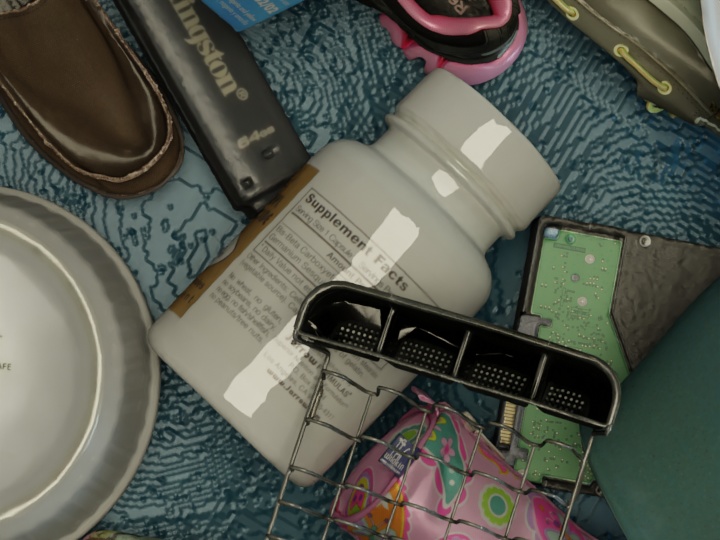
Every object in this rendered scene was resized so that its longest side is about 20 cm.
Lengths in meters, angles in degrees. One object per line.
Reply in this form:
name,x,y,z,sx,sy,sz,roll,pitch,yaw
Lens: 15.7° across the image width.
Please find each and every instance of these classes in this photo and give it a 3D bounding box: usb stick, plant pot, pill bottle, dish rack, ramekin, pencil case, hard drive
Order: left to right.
ramekin,-0.200,0.053,1.290,0.202,0.094,0.203,0,85,-1
usb stick,-0.089,-0.122,1.335,0.055,0.033,0.200,-30,91,-39
pill bottle,0.000,0.000,1.301,0.114,0.114,0.200,44,86,-1
dish rack,0.023,0.120,1.200,0.153,0.055,0.200,16,82,11
pencil case,0.081,0.147,1.303,0.200,0.087,0.087,39,86,-10
hard drive,0.175,0.057,1.348,0.200,0.038,0.140,10,87,-4
plant pot,0.214,0.080,1.243,0.188,0.200,0.200,-31,90,11

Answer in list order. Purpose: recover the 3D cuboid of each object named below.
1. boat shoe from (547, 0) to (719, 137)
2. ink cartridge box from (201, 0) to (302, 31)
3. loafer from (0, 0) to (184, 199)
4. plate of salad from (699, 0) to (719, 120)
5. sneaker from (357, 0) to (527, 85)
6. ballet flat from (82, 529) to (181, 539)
boat shoe,0.161,-0.118,1.343,0.202,0.072,0.060,44,127,-13
ink cartridge box,0.000,-0.213,1.253,0.200,0.068,0.115,-24,68,13
loafer,-0.166,-0.119,1.317,0.073,0.071,0.200,-41,91,-4
plate of salad,0.230,-0.119,1.319,0.200,0.048,0.200,11,74,-41
sneaker,0.001,-0.170,1.318,0.200,0.095,0.079,31,88,-1
ballet flat,-0.050,0.181,1.307,0.200,0.069,0.071,30,46,24
